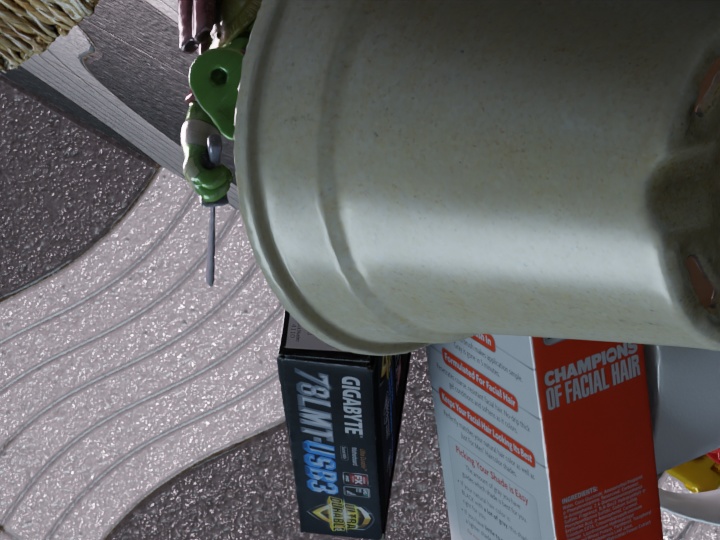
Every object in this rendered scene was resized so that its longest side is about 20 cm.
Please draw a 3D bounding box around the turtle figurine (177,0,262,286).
[{"bbox_3d":[-0.026,-0.091,1.471,0.143,0.201,0.194,-5,-176,-1],"label":"turtle figurine"}]

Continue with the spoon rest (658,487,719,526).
[{"bbox_3d":[0.207,0.125,1.532,0.199,0.061,0.099,33,178,-5],"label":"spoon rest"}]

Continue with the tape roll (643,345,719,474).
[{"bbox_3d":[0.114,0.004,1.358,0.202,0.070,0.203,45,145,44],"label":"tape roll"}]

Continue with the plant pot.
[{"bbox_3d":[0.085,-0.050,1.088,0.183,0.201,0.200,12,164,41],"label":"plant pot"}]

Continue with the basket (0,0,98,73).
[{"bbox_3d":[-0.247,-0.254,1.786,0.200,0.150,0.142,34,142,-23],"label":"basket"}]

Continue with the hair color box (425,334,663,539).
[{"bbox_3d":[0.085,0.072,1.309,0.111,0.064,0.201,34,139,56],"label":"hair color box"}]

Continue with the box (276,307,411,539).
[{"bbox_3d":[0.000,0.000,1.341,0.049,0.200,0.200,6,151,6],"label":"box"}]

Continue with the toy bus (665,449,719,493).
[{"bbox_3d":[0.163,0.047,1.654,0.200,0.136,0.192,36,-177,-28],"label":"toy bus"}]
